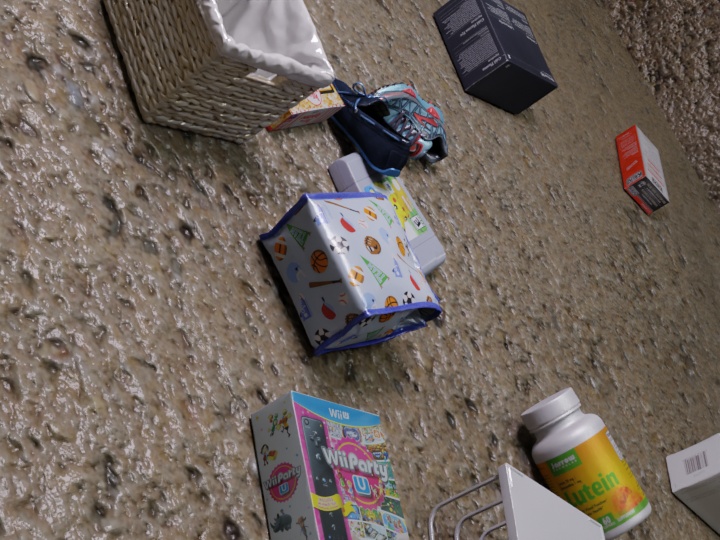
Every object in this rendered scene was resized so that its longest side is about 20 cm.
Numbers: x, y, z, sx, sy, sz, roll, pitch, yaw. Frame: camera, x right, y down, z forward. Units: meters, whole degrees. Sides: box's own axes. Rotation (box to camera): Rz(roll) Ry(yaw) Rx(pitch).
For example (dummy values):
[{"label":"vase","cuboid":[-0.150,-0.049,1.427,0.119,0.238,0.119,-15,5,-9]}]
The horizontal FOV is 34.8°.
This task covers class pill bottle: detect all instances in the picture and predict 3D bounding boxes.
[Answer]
[{"label":"pill bottle","cuboid":[0.307,0.269,1.595,0.201,0.111,0.111,61,30,6]}]

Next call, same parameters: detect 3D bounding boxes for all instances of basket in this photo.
[{"label":"basket","cuboid":[-0.171,-0.280,1.352,0.198,0.161,0.201,6,58,-54]}]

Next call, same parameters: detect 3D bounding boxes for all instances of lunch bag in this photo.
[{"label":"lunch bag","cuboid":[0.000,0.000,1.383,0.200,0.124,0.171,-10,70,-51]}]

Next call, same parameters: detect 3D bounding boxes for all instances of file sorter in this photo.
[{"label":"file sorter","cuboid":[0.190,0.344,1.335,0.200,0.124,0.139,35,35,-34]}]

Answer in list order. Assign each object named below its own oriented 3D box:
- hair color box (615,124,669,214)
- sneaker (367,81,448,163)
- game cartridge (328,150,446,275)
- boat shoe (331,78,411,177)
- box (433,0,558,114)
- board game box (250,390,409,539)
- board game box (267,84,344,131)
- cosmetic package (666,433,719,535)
[{"label":"hair color box","cuboid":[0.645,-0.233,2.635,0.101,0.061,0.201,41,32,-27]},{"label":"sneaker","cuboid":[0.077,-0.219,1.750,0.200,0.079,0.096,15,52,-50]},{"label":"game cartridge","cuboid":[0.038,-0.077,1.601,0.201,0.040,0.133,57,33,0]},{"label":"boat shoe","cuboid":[0.018,-0.214,1.623,0.084,0.069,0.200,2,41,-48]},{"label":"box","cuboid":[0.257,-0.417,2.184,0.200,0.104,0.183,12,51,-51]},{"label":"board game box","cuboid":[-0.026,0.237,1.175,0.147,0.064,0.201,22,44,-46]},{"label":"board game box","cuboid":[-0.119,-0.291,1.556,0.201,0.046,0.151,60,29,4]},{"label":"cosmetic package","cuboid":[0.630,0.380,1.979,0.200,0.113,0.081,41,33,-29]}]
